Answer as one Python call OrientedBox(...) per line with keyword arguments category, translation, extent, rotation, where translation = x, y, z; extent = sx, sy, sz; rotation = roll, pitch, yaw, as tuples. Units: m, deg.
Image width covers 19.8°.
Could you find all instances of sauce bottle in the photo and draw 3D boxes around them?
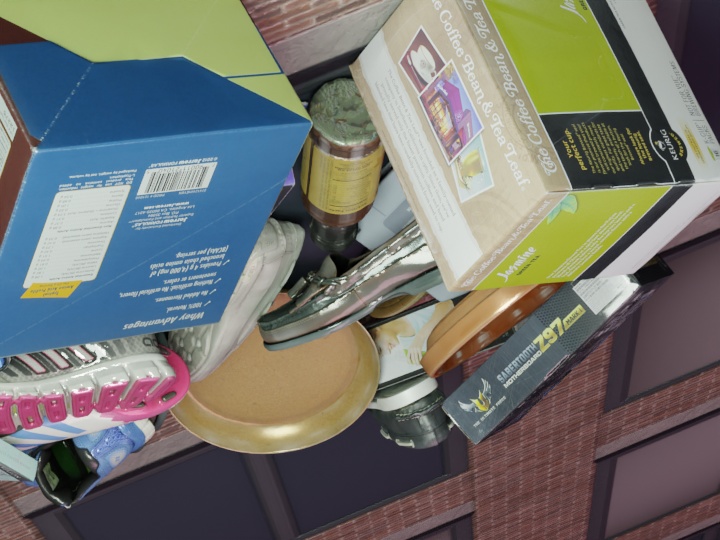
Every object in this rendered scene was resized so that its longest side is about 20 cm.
OrientedBox(category="sauce bottle", translation=(-0.016, -0.076, 1.611), extent=(0.064, 0.065, 0.200), rotation=(-18, 159, -13))

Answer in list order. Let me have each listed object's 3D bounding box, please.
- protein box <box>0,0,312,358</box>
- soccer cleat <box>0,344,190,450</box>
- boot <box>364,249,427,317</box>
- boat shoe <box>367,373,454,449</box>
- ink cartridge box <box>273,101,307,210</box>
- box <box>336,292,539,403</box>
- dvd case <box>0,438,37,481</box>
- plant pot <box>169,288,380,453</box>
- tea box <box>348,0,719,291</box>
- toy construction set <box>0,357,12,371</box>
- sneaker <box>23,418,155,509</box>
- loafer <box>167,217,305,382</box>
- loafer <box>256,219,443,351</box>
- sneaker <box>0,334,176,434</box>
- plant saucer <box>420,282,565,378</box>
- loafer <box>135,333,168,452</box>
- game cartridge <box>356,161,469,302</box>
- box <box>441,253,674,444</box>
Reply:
OrientedBox(category="protein box", translation=(-0.170, -0.065, 1.343), extent=(0.197, 0.135, 0.201), rotation=(-9, 144, -33))
OrientedBox(category="soccer cleat", translation=(-0.240, 0.103, 1.689), extent=(0.198, 0.070, 0.086), rotation=(-9, 163, -21))
OrientedBox(category="boot", translation=(0.101, -0.027, 1.832), extent=(0.155, 0.073, 0.200), rotation=(-5, 149, -41))
OrientedBox(category="boat shoe", translation=(0.046, 0.133, 1.912), extent=(0.075, 0.061, 0.200), rotation=(-25, 180, 1))
OrientedBox(category="ink cartridge box", translation=(-0.154, -0.050, 1.559), extent=(0.197, 0.044, 0.200), rotation=(-8, 151, -34))
OrientedBox(category="box", translation=(0.076, 0.055, 1.907), extent=(0.199, 0.061, 0.116), rotation=(-22, 179, 30))
OrientedBox(category="dvd case", translation=(-0.373, 0.131, 1.618), extent=(0.198, 0.022, 0.146), rotation=(-1, 157, 24))
OrientedBox(category="plant pot", translation=(-0.082, 0.086, 1.858), extent=(0.198, 0.028, 0.201), rotation=(-3, 131, -3))
OrientedBox(category="tea box", translation=(0.130, -0.108, 1.503), extent=(0.196, 0.201, 0.134), rotation=(-4, 150, -38))
OrientedBox(category="toy construction set", translation=(-0.302, 0.016, 1.495), extent=(0.130, 0.092, 0.200), rotation=(24, 135, -7))
OrientedBox(category="sneaker", translation=(-0.259, 0.157, 1.780), extent=(0.089, 0.079, 0.200), rotation=(-45, -170, -34))
OrientedBox(category="loafer", translation=(-0.105, 0.028, 1.740), extent=(0.069, 0.070, 0.200), rotation=(-8, 151, -35))
OrientedBox(category="loafer", translation=(0.000, 0.000, 1.685), extent=(0.199, 0.063, 0.072), rotation=(-24, -164, 11))
OrientedBox(category="sneaker", translation=(-0.247, 0.068, 1.609), extent=(0.198, 0.088, 0.074), rotation=(-9, 155, -12))
OrientedBox(category="plant saucer", translation=(0.129, 0.017, 1.709), extent=(0.200, 0.032, 0.200), rotation=(-36, 173, -5))
OrientedBox(category="loafer", translation=(-0.211, 0.115, 1.818), extent=(0.062, 0.072, 0.200), rotation=(-8, 156, -20))
OrientedBox(category="game cartridge", translation=(0.090, -0.061, 1.681), extent=(0.200, 0.133, 0.041), rotation=(-43, -168, 40))
OrientedBox(category="box", translation=(0.171, 0.057, 1.770), extent=(0.200, 0.051, 0.158), rotation=(-45, 169, 17))
